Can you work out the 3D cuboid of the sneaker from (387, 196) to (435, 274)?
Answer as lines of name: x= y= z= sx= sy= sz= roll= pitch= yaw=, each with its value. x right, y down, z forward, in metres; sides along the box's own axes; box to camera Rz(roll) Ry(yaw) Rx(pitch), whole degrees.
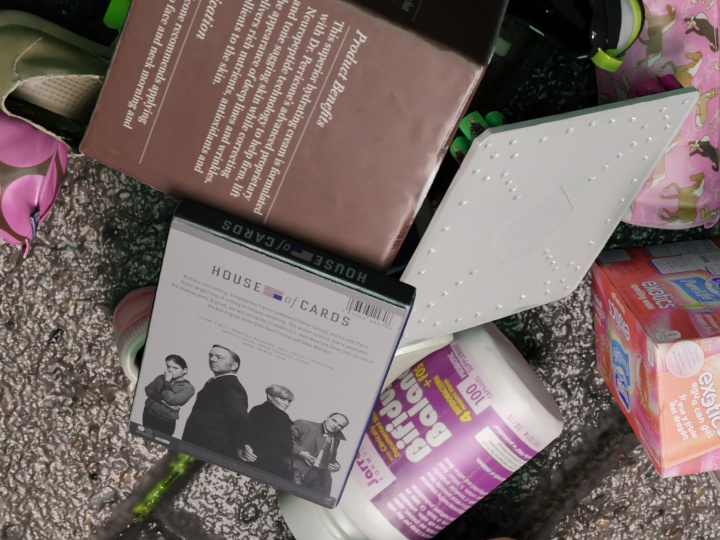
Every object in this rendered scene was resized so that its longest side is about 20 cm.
sneaker: x=0.000 y=0.000 z=1.097 sx=0.145 sy=0.081 sz=0.202 roll=3 pitch=70 yaw=-20

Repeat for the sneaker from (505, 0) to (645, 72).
sneaker: x=0.104 y=-0.209 z=1.038 sx=0.200 sy=0.083 sz=0.072 roll=44 pitch=127 yaw=9

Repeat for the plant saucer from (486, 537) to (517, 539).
plant saucer: x=0.039 y=0.259 z=1.196 sx=0.198 sy=0.049 sz=0.201 roll=-6 pitch=146 yaw=-14

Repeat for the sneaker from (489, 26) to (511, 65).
sneaker: x=-0.003 y=-0.164 z=1.091 sx=0.198 sy=0.075 sz=0.107 roll=26 pitch=110 yaw=-3

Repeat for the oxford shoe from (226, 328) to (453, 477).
oxford shoe: x=-0.022 y=0.089 z=1.133 sx=0.198 sy=0.075 sz=0.058 roll=-25 pitch=86 yaw=9

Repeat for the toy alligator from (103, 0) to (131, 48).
toy alligator: x=-0.134 y=-0.193 z=1.069 sx=0.054 sy=0.059 sz=0.201 roll=18 pitch=119 yaw=-6

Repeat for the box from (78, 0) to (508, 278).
box: x=-0.035 y=-0.128 z=0.970 sx=0.198 sy=0.165 sz=0.167 roll=25 pitch=122 yaw=-3

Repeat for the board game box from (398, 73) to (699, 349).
board game box: x=0.105 y=-0.038 z=1.049 sx=0.199 sy=0.026 sz=0.201 roll=-15 pitch=146 yaw=-37

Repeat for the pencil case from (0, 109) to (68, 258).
pencil case: x=-0.299 y=-0.083 z=1.084 sx=0.198 sy=0.091 sz=0.094 roll=20 pitch=113 yaw=-8

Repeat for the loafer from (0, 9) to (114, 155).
loafer: x=-0.166 y=-0.106 z=1.065 sx=0.198 sy=0.068 sz=0.076 roll=14 pitch=134 yaw=-31

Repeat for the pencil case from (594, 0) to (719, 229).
pencil case: x=0.209 y=-0.129 z=1.109 sx=0.082 sy=0.086 sz=0.202 roll=-17 pitch=113 yaw=-31

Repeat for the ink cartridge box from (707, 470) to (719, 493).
ink cartridge box: x=0.323 y=0.131 z=1.143 sx=0.145 sy=0.200 sz=0.085 roll=-29 pitch=109 yaw=6

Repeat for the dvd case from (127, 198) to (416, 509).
dvd case: x=-0.060 y=0.057 z=0.996 sx=0.149 sy=0.025 sz=0.201 roll=21 pitch=133 yaw=2

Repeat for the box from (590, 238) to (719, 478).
box: x=0.228 y=0.053 z=1.109 sx=0.101 sy=0.200 sz=0.096 roll=-8 pitch=108 yaw=-3

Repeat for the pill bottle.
pill bottle: x=0.039 y=0.131 z=1.168 sx=0.200 sy=0.112 sz=0.112 roll=-40 pitch=107 yaw=9

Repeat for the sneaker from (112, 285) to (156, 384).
sneaker: x=-0.077 y=0.046 z=1.135 sx=0.198 sy=0.105 sz=0.076 roll=-6 pitch=108 yaw=-3
